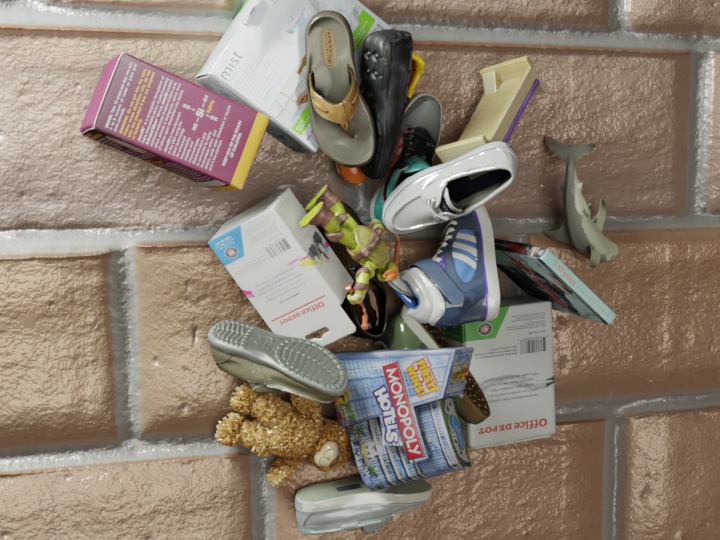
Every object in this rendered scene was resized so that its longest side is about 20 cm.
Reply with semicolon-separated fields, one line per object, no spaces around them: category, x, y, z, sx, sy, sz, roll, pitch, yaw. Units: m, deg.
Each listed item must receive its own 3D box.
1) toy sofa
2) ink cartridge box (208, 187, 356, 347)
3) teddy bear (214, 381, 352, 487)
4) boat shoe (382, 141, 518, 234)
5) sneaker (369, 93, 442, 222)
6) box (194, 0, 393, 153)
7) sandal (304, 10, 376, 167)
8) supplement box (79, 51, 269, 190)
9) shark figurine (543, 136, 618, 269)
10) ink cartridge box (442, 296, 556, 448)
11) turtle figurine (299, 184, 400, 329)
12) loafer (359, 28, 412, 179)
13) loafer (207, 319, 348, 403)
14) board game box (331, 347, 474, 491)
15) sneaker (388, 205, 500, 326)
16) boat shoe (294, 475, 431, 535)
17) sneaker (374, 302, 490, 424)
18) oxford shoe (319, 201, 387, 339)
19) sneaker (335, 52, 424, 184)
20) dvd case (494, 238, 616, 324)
toy sofa;0.190;-0.196;1.540;0.098;0.083;0.200;53;47;-26
ink cartridge box;-0.092;0.006;1.483;0.115;0.068;0.200;-25;109;28
teddy bear;-0.099;0.224;1.533;0.200;0.067;0.145;41;83;-19
boat shoe;0.111;-0.099;1.444;0.200;0.065;0.074;-32;115;23
sneaker;0.079;-0.149;1.530;0.084;0.121;0.200;18;89;-21
box;-0.087;-0.284;1.468;0.176;0.097;0.200;34;84;-19
sandal;-0.028;-0.227;1.407;0.082;0.055;0.200;-6;99;0
supplement box;-0.235;-0.183;1.408;0.200;0.131;0.103;22;86;-21
shark figurine;0.308;-0.083;1.650;0.128;0.089;0.215;-47;122;-45
ink cartridge box;0.200;0.146;1.625;0.146;0.083;0.200;-5;96;-20
turtle figurine;-0.004;-0.029;1.452;0.161;0.064;0.200;42;40;-18
loafer;0.036;-0.216;1.463;0.070;0.068;0.201;-14;122;-35
loafer;-0.109;0.128;1.483;0.200;0.075;0.070;22;129;15
board game box;0.068;0.180;1.495;0.062;0.200;0.200;-1;73;-59
sneaker;0.108;-0.016;1.552;0.146;0.081;0.200;-1;62;-11
boat shoe;0.004;0.337;1.588;0.201;0.070;0.072;-4;108;-16
sneaker;0.093;0.145;1.555;0.090;0.067;0.200;-42;68;20
oxford shoe;0.000;0.000;1.538;0.073;0.084;0.200;-22;101;-15
sneaker;0.022;-0.213;1.527;0.073;0.077;0.200;23;89;-22
dvd case;0.256;0.011;1.570;0.146;0.200;0.022;42;81;-20
